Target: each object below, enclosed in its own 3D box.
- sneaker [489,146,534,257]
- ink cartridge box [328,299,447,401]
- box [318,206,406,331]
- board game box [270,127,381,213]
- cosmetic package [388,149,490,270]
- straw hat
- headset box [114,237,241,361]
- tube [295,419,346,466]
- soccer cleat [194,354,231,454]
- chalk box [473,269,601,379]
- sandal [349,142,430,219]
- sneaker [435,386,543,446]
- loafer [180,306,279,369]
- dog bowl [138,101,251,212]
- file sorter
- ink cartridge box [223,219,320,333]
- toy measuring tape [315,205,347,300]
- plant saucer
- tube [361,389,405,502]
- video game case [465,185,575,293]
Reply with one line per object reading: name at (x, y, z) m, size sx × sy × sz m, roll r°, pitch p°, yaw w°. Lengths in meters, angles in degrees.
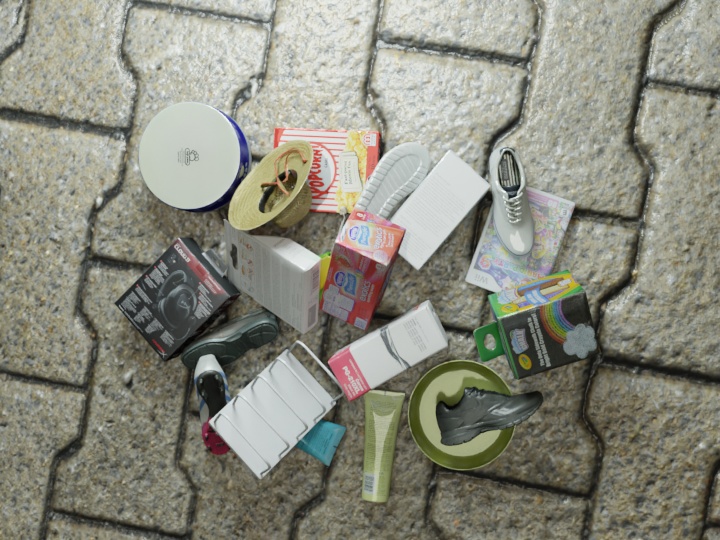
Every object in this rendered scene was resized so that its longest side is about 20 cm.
sneaker at (0.265, -0.121, 1.459) m, size 0.072 × 0.071 × 0.202 m, roll -13°, pitch 89°, yaw 6°
ink cartridge box at (0.054, 0.140, 1.467) m, size 0.199 × 0.145 × 0.085 m, roll -30°, pitch 89°, yaw 6°
box at (0.000, 0.000, 1.441) m, size 0.102 × 0.201 × 0.095 m, roll 23°, pitch 52°, yaw 6°
board game box at (-0.064, -0.182, 1.526) m, size 0.198 × 0.046 × 0.153 m, roll 3°, pitch 91°, yaw 7°
cosmetic package at (0.134, -0.107, 1.492) m, size 0.101 × 0.071 × 0.200 m, roll 42°, pitch 95°, yaw 5°
straw hat at (-0.134, -0.128, 1.463) m, size 0.201 × 0.201 × 0.085 m, roll -41°, pitch 127°, yaw 6°
headset box at (-0.335, 0.046, 1.542) m, size 0.200 × 0.077 × 0.149 m, roll -44°, pitch 86°, yaw 7°
tube at (-0.132, 0.289, 1.543) m, size 0.198 × 0.050 × 0.078 m, roll 25°, pitch 91°, yaw 1°
soccer cleat at (-0.270, 0.249, 1.544) m, size 0.069 × 0.087 × 0.202 m, roll -7°, pitch 119°, yaw -9°
chalk box at (0.298, 0.100, 1.439) m, size 0.198 × 0.124 × 0.126 m, roll -17°, pitch 106°, yaw 7°
sandal at (0.045, -0.150, 1.479) m, size 0.082 × 0.050 × 0.203 m, roll 42°, pitch 81°, yaw -11°
sneaker at (0.225, 0.243, 1.458) m, size 0.198 × 0.076 × 0.092 m, roll -19°, pitch 83°, yaw 4°
loafer at (-0.244, 0.127, 1.553) m, size 0.198 × 0.063 × 0.072 m, roll -21°, pitch 128°, yaw 8°
dog bowl at (-0.309, -0.210, 1.538) m, size 0.198 × 0.079 × 0.203 m, roll 0°, pitch 91°, yaw 7°
file sorter at (-0.146, 0.244, 1.461) m, size 0.139 × 0.125 × 0.200 m, roll 46°, pitch 66°, yaw 3°
ink cartridge box at (-0.160, 0.002, 1.490) m, size 0.199 × 0.162 × 0.050 m, roll 33°, pitch 50°, yaw 26°
toy measuring tape at (-0.082, -0.030, 1.510) m, size 0.073 × 0.074 × 0.202 m, roll 19°, pitch 105°, yaw 6°
plant saucer at (0.186, 0.263, 1.512) m, size 0.198 × 0.031 × 0.203 m, roll 0°, pitch 91°, yaw 6°
tube at (0.037, 0.324, 1.525) m, size 0.058 × 0.052 × 0.203 m, roll 6°, pitch 88°, yaw -35°
video game case at (0.291, -0.051, 1.502) m, size 0.142 × 0.018 × 0.202 m, roll 20°, pitch 93°, yaw 5°
